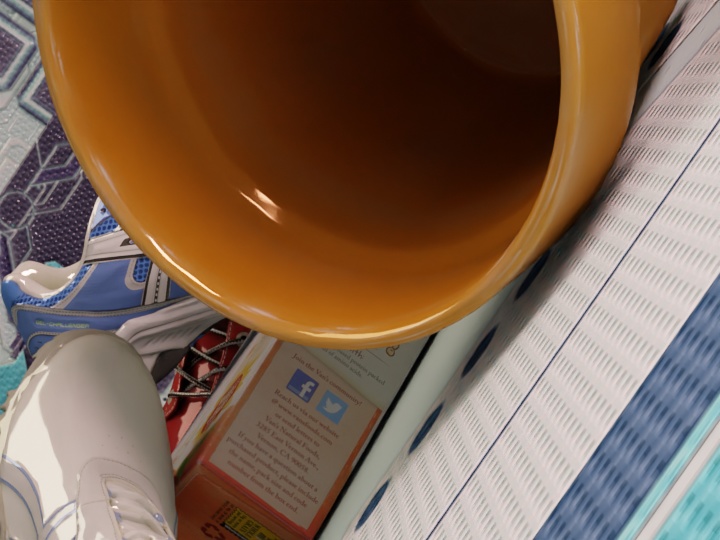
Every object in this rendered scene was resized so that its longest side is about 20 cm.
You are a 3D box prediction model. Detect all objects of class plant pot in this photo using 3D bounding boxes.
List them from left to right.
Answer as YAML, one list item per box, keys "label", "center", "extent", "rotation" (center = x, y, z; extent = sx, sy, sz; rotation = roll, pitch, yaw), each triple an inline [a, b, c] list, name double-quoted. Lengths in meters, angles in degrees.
- label: "plant pot"
  center: [0.021, -0.100, 0.696]
  extent: [0.183, 0.200, 0.201]
  rotation: [-34, -15, -53]

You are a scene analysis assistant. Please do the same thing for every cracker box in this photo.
- label: "cracker box"
  center: [-0.023, 0.046, 0.857]
  extent: [0.201, 0.057, 0.134]
  rotation: [-59, 6, -36]

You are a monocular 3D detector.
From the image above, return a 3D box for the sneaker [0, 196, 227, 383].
- label: "sneaker"
  center: [-0.070, -0.018, 0.873]
  extent: [0.200, 0.077, 0.076]
  rotation: [-40, 8, 11]

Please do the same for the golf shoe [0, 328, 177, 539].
- label: "golf shoe"
  center: [-0.080, 0.105, 0.708]
  extent: [0.097, 0.078, 0.202]
  rotation: [-29, 52, 42]

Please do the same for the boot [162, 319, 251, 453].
- label: "boot"
  center: [-0.074, 0.037, 0.955]
  extent: [0.200, 0.072, 0.145]
  rotation: [-58, -37, -46]
